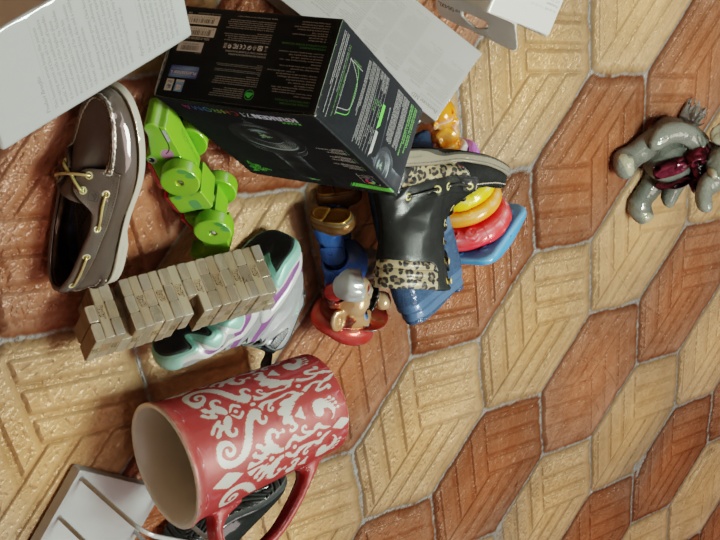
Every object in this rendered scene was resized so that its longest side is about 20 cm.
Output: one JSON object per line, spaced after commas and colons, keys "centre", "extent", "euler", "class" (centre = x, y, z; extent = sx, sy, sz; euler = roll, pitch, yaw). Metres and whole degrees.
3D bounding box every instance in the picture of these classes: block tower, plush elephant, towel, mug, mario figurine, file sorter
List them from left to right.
{"centre": [-0.268, 0.329, 1.442], "extent": [0.201, 0.124, 0.138], "euler": [-59, 145, 2], "class": "file sorter"}
{"centre": [-0.176, 0.029, 1.342], "extent": [0.198, 0.055, 0.058], "euler": [-16, 164, -29], "class": "block tower"}
{"centre": [-0.120, 0.189, 1.459], "extent": [0.199, 0.133, 0.180], "euler": [-20, 118, -34], "class": "mug"}
{"centre": [0.000, 0.000, 1.550], "extent": [0.123, 0.105, 0.202], "euler": [-38, 139, -30], "class": "mario figurine"}
{"centre": [0.057, -0.049, 1.569], "extent": [0.111, 0.048, 0.202], "euler": [-36, 120, -44], "class": "towel"}
{"centre": [0.483, -0.147, 1.996], "extent": [0.200, 0.154, 0.165], "euler": [-46, 144, -16], "class": "plush elephant"}

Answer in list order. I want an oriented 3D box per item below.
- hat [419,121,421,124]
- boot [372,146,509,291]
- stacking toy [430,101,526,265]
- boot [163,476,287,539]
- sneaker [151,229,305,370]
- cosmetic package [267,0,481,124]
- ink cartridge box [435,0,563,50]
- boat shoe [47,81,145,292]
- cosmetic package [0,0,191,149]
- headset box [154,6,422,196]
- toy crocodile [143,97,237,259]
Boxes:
{"centre": [0.028, -0.194, 1.459], "extent": [0.200, 0.081, 0.202], "euler": [-30, 136, -34], "class": "hat"}
{"centre": [0.083, -0.055, 1.506], "extent": [0.199, 0.073, 0.153], "euler": [1, 91, -47], "class": "boot"}
{"centre": [0.111, -0.112, 1.622], "extent": [0.116, 0.109, 0.201], "euler": [-52, 137, -37], "class": "stacking toy"}
{"centre": [-0.148, 0.339, 1.648], "extent": [0.164, 0.066, 0.202], "euler": [-29, 133, -24], "class": "boot"}
{"centre": [-0.125, 0.067, 1.465], "extent": [0.200, 0.077, 0.141], "euler": [-40, 141, -23], "class": "sneaker"}
{"centre": [0.012, -0.234, 1.332], "extent": [0.199, 0.051, 0.083], "euler": [37, 83, -11], "class": "cosmetic package"}
{"centre": [0.149, -0.346, 1.454], "extent": [0.125, 0.128, 0.202], "euler": [6, 110, -52], "class": "ink cartridge box"}
{"centre": [-0.239, -0.070, 1.230], "extent": [0.059, 0.072, 0.202], "euler": [-22, 137, -45], "class": "boat shoe"}
{"centre": [-0.241, -0.198, 1.128], "extent": [0.199, 0.071, 0.102], "euler": [-37, 140, -28], "class": "cosmetic package"}
{"centre": [-0.059, -0.152, 1.277], "extent": [0.200, 0.172, 0.094], "euler": [38, 66, -60], "class": "headset box"}
{"centre": [-0.164, -0.082, 1.326], "extent": [0.201, 0.061, 0.068], "euler": [63, 23, -50], "class": "toy crocodile"}
